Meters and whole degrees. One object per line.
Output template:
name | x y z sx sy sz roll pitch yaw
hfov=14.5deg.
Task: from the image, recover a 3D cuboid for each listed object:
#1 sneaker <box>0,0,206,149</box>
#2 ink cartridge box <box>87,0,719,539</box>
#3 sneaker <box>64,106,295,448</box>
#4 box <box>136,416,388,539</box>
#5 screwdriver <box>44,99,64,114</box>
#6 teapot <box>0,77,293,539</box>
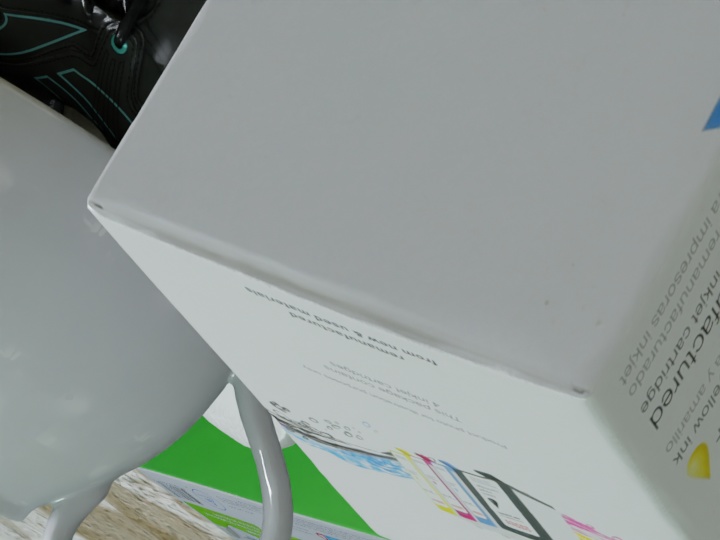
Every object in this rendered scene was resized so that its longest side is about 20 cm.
sneaker | -0.085 -0.084 0.885 0.200 0.076 0.079 13 156 46
ink cartridge box | 0.060 -0.009 0.719 0.144 0.148 0.200 20 163 31
sneaker | -0.067 -0.010 1.119 0.200 0.088 0.075 43 134 23
box | 0.031 0.108 1.253 0.176 0.097 0.200 39 162 -34
screwdriver | -0.141 -0.002 1.113 0.028 0.029 0.201 21 123 10
teapot | -0.135 0.017 0.919 0.197 0.146 0.200 36 173 -41
